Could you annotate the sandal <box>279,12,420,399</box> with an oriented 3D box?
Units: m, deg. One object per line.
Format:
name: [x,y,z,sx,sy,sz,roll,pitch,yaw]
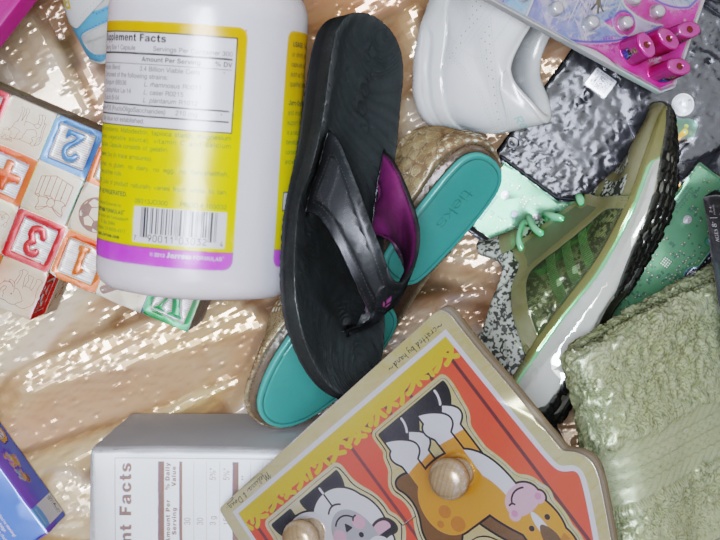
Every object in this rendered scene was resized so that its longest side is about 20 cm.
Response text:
sandal: [0.000,-0.035,0.782,0.048,0.075,0.201,-3,81,41]

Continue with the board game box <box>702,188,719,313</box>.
board game box: [0.246,0.041,0.839,0.028,0.135,0.200,-1,103,46]

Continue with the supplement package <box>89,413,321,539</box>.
supplement package: [-0.044,0.146,0.867,0.200,0.117,0.118,0,95,3]

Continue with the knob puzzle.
knob puzzle: [0.039,0.149,0.739,0.219,0.030,0.220,5,100,26]

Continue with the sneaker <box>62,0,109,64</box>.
sneaker: [-0.071,-0.170,0.869,0.200,0.077,0.081,-10,101,10]

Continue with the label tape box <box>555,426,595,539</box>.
label tape box: [0.097,0.172,0.822,0.066,0.200,0.144,-11,94,5]

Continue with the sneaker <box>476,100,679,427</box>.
sneaker: [0.107,-0.010,0.841,0.089,0.077,0.200,28,91,17]

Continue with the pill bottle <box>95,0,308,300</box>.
pill bottle: [-0.081,-0.089,0.796,0.104,0.104,0.200,4,95,2]

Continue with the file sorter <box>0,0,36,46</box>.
file sorter: [-0.277,-0.195,0.796,0.200,0.125,0.139,27,72,19]

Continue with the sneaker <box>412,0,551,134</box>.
sneaker: [0.080,-0.175,0.845,0.088,0.075,0.200,8,106,35]

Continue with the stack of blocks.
stack of blocks: [-0.176,-0.032,0.887,0.200,0.059,0.115,22,95,0]

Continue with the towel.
towel: [0.191,0.074,0.835,0.200,0.036,0.149,-21,102,-37]

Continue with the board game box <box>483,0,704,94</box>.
board game box: [0.119,-0.225,0.819,0.200,0.026,0.200,26,75,-16]

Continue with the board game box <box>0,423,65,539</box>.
board game box: [-0.290,0.107,0.910,0.134,0.045,0.200,-34,93,5]

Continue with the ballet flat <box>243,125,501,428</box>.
ballet flat: [0.000,0.000,0.861,0.200,0.065,0.071,-48,130,1]

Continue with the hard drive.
hard drive: [0.164,-0.070,0.881,0.140,0.038,0.200,35,95,-1]
